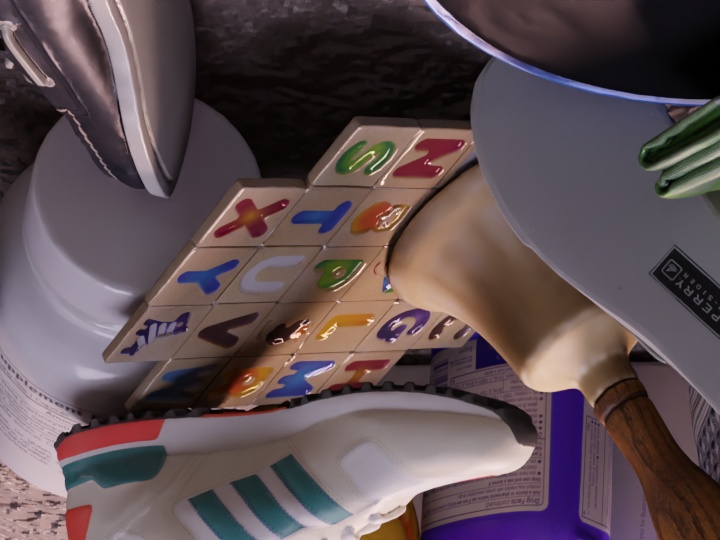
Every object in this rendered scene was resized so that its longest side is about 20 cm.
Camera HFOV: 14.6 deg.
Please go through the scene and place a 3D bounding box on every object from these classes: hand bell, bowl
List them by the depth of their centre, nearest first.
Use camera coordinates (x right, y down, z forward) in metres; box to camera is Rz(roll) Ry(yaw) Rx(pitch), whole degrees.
[{"bbox_3d":[0.105,-0.115,0.917,0.200,0.040,0.201,6,154,3],"label":"bowl"},{"bbox_3d":[0.103,0.055,1.056,0.104,0.200,0.104,-25,153,-14],"label":"hand bell"}]

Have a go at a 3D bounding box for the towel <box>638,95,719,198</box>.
[{"bbox_3d":[0.208,-0.067,0.928,0.149,0.031,0.200,0,158,-39],"label":"towel"}]

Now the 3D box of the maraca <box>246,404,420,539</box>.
[{"bbox_3d":[-0.034,0.123,1.220,0.107,0.138,0.200,3,171,-12],"label":"maraca"}]

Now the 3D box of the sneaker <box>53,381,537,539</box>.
[{"bbox_3d":[-0.024,0.096,1.067,0.199,0.094,0.070,-7,170,23],"label":"sneaker"}]

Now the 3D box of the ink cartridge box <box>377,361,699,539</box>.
[{"bbox_3d":[0.102,0.136,1.316,0.199,0.145,0.147,-1,154,20],"label":"ink cartridge box"}]

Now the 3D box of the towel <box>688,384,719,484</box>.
[{"bbox_3d":[0.155,0.076,1.126,0.034,0.193,0.200,-1,155,-1],"label":"towel"}]

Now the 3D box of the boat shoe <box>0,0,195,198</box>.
[{"bbox_3d":[-0.101,-0.094,0.978,0.060,0.074,0.200,2,151,12],"label":"boat shoe"}]

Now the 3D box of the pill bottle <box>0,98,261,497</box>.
[{"bbox_3d":[-0.098,0.010,1.143,0.114,0.115,0.200,11,154,-7],"label":"pill bottle"}]

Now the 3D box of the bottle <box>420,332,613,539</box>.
[{"bbox_3d":[0.066,0.109,1.205,0.083,0.201,0.065,-16,150,39],"label":"bottle"}]

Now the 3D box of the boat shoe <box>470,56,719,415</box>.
[{"bbox_3d":[0.114,-0.002,1.018,0.071,0.200,0.064,-42,161,7],"label":"boat shoe"}]

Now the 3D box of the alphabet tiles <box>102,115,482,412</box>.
[{"bbox_3d":[0.000,0.000,1.085,0.200,0.006,0.167,-1,140,-46],"label":"alphabet tiles"}]
